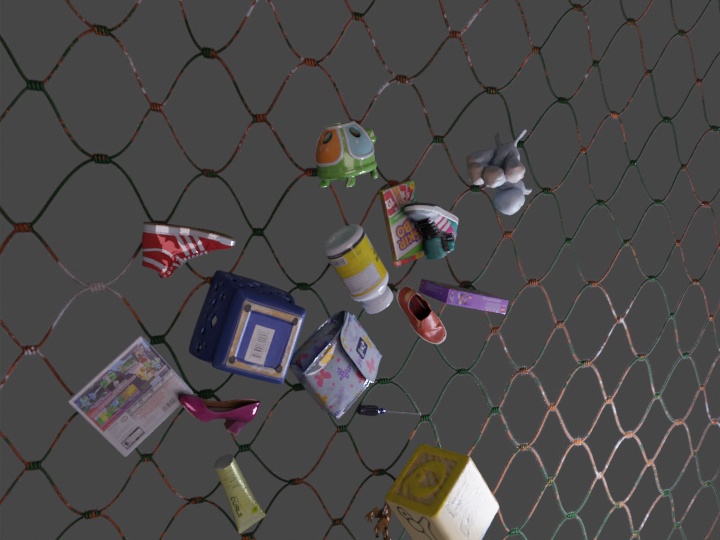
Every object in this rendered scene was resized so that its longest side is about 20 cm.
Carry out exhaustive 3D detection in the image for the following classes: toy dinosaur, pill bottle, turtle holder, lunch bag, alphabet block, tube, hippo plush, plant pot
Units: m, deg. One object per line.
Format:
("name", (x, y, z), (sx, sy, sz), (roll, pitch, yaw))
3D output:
("toy dinosaur", (0.065, 0.655, 1.845), (0.105, 0.059, 0.206), (-2, 103, -54))
("pill bottle", (0.000, 0.000, 1.640), (0.111, 0.111, 0.202), (-38, 115, -16))
("turtle holder", (-0.021, -0.272, 1.560), (0.181, 0.140, 0.135), (-17, 106, -22))
("lunch bag", (-0.052, 0.220, 1.650), (0.200, 0.126, 0.171), (-44, 118, -21))
("alphabet block", (0.217, 0.615, 1.808), (0.197, 0.193, 0.202), (-49, 120, -32))
("tube", (-0.290, 0.533, 1.629), (0.056, 0.052, 0.205), (-9, 115, 16))
("hippo plush", (0.365, -0.239, 1.795), (0.203, 0.155, 0.163), (-74, 152, -45))
("plant pot", (-0.241, 0.133, 1.500), (0.196, 0.179, 0.205), (19, 91, -30))

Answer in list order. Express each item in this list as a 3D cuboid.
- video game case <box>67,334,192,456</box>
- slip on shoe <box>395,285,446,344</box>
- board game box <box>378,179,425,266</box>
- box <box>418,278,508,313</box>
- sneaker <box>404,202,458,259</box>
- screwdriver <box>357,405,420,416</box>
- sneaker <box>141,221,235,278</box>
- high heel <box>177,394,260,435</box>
("video game case", (-0.496, 0.272, 1.482), (0.200, 0.023, 0.184), (-43, 116, -13))
("slip on shoe", (0.165, 0.122, 1.781), (0.074, 0.061, 0.201), (-46, 118, -14))
("board game box", (0.110, -0.117, 1.726), (0.094, 0.030, 0.205), (-21, 111, -23))
("box", (0.268, 0.067, 1.781), (0.195, 0.136, 0.040), (11, 96, -29))
("sneaker", (0.176, -0.091, 1.707), (0.197, 0.082, 0.125), (15, 74, -46))
("screwdriver", (0.076, 0.373, 1.805), (0.196, 0.029, 0.029), (9, 95, -33))
("sneaker", (-0.370, -0.035, 1.460), (0.195, 0.071, 0.116), (7, 93, -21))
("high heel", (-0.317, 0.302, 1.547), (0.199, 0.067, 0.097), (39, 91, -35))
